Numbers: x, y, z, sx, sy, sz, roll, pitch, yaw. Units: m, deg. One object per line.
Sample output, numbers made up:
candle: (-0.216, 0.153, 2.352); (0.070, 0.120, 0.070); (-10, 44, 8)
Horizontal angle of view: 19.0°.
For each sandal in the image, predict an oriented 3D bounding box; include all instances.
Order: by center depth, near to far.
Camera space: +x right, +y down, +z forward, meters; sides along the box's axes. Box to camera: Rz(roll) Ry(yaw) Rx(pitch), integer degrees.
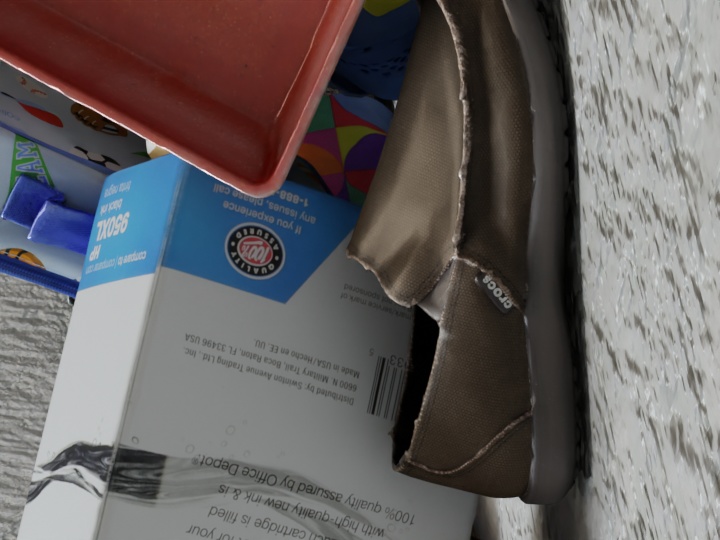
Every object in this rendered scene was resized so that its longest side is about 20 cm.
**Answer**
sandal: (0.007, -0.110, 0.887); (0.200, 0.079, 0.087); (-111, -2, -78)

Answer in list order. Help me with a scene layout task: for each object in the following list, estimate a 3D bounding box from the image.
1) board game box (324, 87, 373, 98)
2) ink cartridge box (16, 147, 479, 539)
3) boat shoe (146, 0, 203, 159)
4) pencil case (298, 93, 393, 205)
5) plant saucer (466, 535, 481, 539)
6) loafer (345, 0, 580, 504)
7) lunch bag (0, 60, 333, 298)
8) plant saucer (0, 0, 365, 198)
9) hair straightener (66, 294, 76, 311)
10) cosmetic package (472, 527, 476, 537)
board game box: (-0.071, -0.087, 1.194); (0.097, 0.159, 0.201); (86, 175, -77)
ink cartridge box: (-0.038, 0.076, 0.770); (0.084, 0.144, 0.201); (-10, 64, 60)
boat shoe: (-0.061, -0.100, 0.840); (0.200, 0.070, 0.070); (-113, 10, -72)
pencil case: (0.000, 0.000, 0.993); (0.200, 0.088, 0.089); (-104, 9, -51)
plant saucer: (0.066, 0.195, 0.789); (0.200, 0.036, 0.202); (174, 90, -85)
loafer: (0.031, -0.015, 0.710); (0.073, 0.071, 0.201); (-125, 29, -79)
lunch bag: (-0.102, -0.032, 0.876); (0.076, 0.199, 0.160); (-62, 25, 18)
plant saucer: (-0.067, -0.157, 0.717); (0.201, 0.199, 0.037); (-65, -14, 15)
hair straightener: (-0.106, 0.062, 1.061); (0.200, 0.041, 0.077); (67, -176, -46)
cosmetic package: (-0.003, 0.130, 1.043); (0.105, 0.071, 0.200); (-52, 27, 25)
